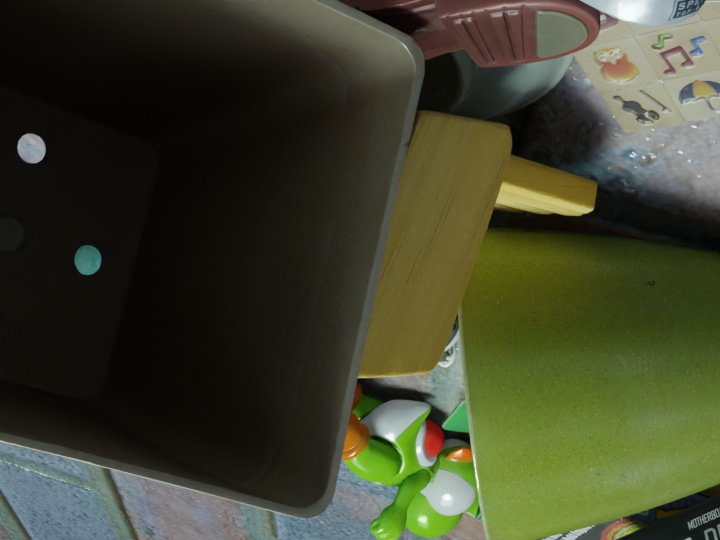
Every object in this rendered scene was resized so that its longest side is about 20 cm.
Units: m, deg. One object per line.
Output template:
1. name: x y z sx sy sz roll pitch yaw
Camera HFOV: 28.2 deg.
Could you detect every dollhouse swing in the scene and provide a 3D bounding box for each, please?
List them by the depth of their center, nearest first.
1. dollhouse swing: 0.000 0.000 0.756 0.199 0.183 0.175 5 160 46

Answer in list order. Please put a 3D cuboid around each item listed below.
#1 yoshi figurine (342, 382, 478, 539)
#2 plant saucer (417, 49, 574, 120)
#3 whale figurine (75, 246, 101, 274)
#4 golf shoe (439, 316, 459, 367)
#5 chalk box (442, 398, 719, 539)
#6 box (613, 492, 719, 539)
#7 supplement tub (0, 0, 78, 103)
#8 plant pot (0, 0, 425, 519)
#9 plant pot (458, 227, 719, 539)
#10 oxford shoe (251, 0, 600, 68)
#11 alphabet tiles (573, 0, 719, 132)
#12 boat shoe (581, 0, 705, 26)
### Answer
1. yoshi figurine: 0.030 0.170 1.200 0.199 0.113 0.112 31 167 -27
2. plant saucer: 0.009 -0.123 0.713 0.198 0.051 0.201 16 153 8
3. whale figurine: -0.115 0.025 1.012 0.199 0.105 0.159 32 151 -23
4. golf shoe: 0.036 0.026 0.932 0.087 0.078 0.200 20 175 -18
5. chalk box: 0.159 0.122 0.992 0.198 0.125 0.125 22 154 -2
6. box: 0.266 0.182 0.877 0.199 0.050 0.157 -32 133 29
7. supplement tub: -0.143 -0.155 0.675 0.122 0.124 0.200 25 152 -10
8. plant pot: -0.118 -0.023 0.599 0.198 0.202 0.176 20 167 -31
9. plant pot: 0.164 0.057 0.833 0.198 0.189 0.188 -7 148 8
10. oxford shoe: 0.008 -0.131 0.627 0.198 0.076 0.070 2 164 17
11. alphabet tiles: 0.191 -0.110 0.643 0.198 0.008 0.167 -7 143 34
12. boat shoe: 0.052 -0.175 0.538 0.201 0.074 0.087 36 141 22
